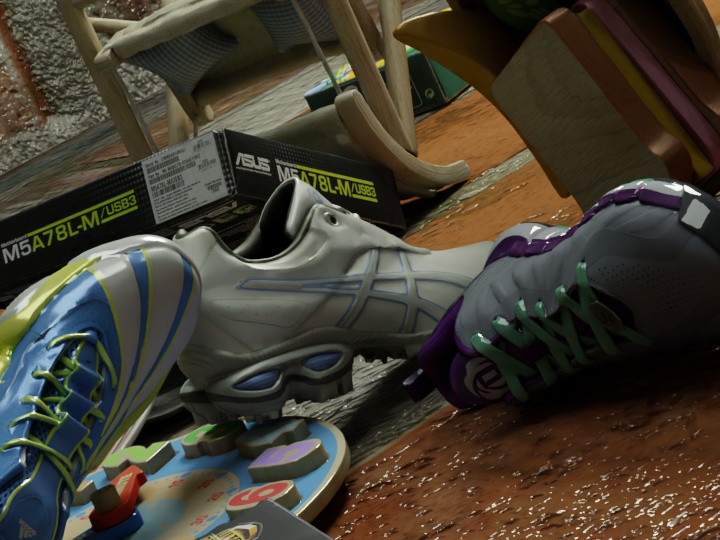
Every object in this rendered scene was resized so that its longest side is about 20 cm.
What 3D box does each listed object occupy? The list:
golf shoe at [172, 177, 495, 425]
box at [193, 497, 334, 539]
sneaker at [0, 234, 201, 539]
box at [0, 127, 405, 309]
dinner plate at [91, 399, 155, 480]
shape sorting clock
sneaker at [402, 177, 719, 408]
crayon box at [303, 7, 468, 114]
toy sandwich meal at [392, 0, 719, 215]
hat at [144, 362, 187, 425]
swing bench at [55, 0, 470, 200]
[{"bbox_3d":[0.000,0.000,0.963,0.200,0.097,0.078,-18,4,-40],"label":"golf shoe"},{"bbox_3d":[-0.079,0.148,0.632,0.198,0.050,0.200,-28,11,-14],"label":"box"},{"bbox_3d":[-0.124,0.074,0.843,0.200,0.076,0.105,-46,34,-10],"label":"sneaker"},{"bbox_3d":[-0.104,-0.021,1.262,0.200,0.048,0.193,-21,-12,28],"label":"box"},{"bbox_3d":[-0.178,0.090,1.059,0.200,0.024,0.200,-23,33,16],"label":"dinner plate"},{"bbox_3d":[-0.098,0.108,0.878,0.200,0.039,0.200,-25,12,5],"label":"shape sorting clock"},{"bbox_3d":[0.085,0.024,0.823,0.088,0.074,0.200,-45,8,-19],"label":"sneaker"},{"bbox_3d":[0.055,-0.178,1.799,0.126,0.052,0.200,-18,13,34],"label":"crayon box"},{"bbox_3d":[0.095,-0.103,1.020,0.070,0.205,0.205,-45,18,-20],"label":"toy sandwich meal"},{"bbox_3d":[-0.146,0.042,1.171,0.200,0.081,0.201,-25,12,6],"label":"hat"},{"bbox_3d":[-0.064,-0.118,1.375,0.199,0.200,0.130,-20,-7,31],"label":"swing bench"}]
